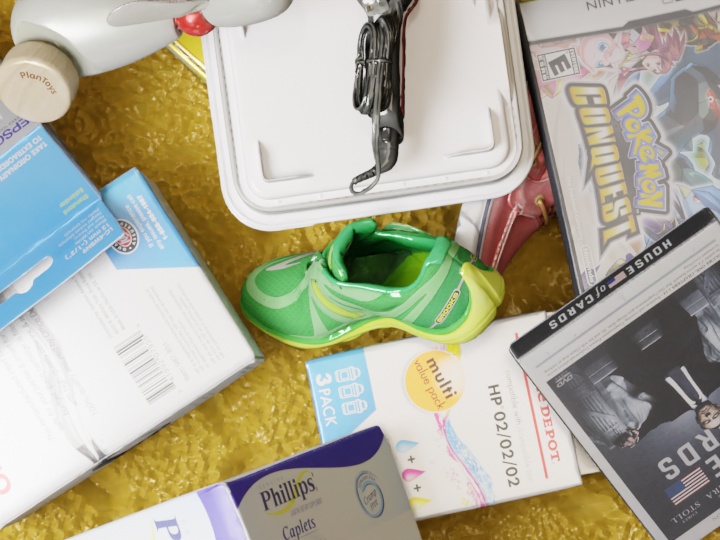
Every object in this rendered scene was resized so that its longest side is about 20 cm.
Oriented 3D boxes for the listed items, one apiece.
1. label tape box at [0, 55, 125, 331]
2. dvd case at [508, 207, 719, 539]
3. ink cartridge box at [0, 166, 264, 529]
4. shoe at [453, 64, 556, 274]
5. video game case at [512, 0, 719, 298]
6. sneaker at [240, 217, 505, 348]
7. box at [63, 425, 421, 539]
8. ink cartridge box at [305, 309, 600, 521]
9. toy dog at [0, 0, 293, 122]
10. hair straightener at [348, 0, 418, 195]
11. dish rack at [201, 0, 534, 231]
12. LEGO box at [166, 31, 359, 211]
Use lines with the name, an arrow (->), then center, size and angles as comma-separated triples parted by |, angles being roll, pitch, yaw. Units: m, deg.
label tape box -> -0.256, -0.054, 1.484 | 0.143, 0.066, 0.200 | -38, 50, -2
dvd case -> 0.204, 0.074, 1.474 | 0.150, 0.025, 0.200 | -36, 121, 6
ink cartridge box -> -0.183, 0.051, 1.515 | 0.199, 0.084, 0.146 | -33, 86, 0
shoe -> 0.118, -0.056, 1.521 | 0.090, 0.071, 0.201 | 15, 84, 5
video game case -> 0.203, -0.090, 1.481 | 0.179, 0.026, 0.201 | -12, 81, -2
sneaker -> 0.000, 0.000, 1.480 | 0.084, 0.199, 0.074 | 51, 52, -34
box -> -0.091, 0.185, 1.423 | 0.199, 0.184, 0.106 | -23, 86, 30
ink cartridge box -> 0.073, 0.092, 1.515 | 0.199, 0.068, 0.116 | -13, 88, 1
toy dog -> -0.144, -0.172, 1.415 | 0.199, 0.132, 0.097 | -28, 125, 11
hair straightener -> 0.006, -0.146, 1.406 | 0.041, 0.077, 0.202 | 6, 89, 16
dish rack -> 0.003, -0.121, 1.464 | 0.198, 0.044, 0.173 | -8, 86, 0
LEGO box -> -0.029, -0.157, 1.526 | 0.200, 0.077, 0.149 | 42, 89, 3
